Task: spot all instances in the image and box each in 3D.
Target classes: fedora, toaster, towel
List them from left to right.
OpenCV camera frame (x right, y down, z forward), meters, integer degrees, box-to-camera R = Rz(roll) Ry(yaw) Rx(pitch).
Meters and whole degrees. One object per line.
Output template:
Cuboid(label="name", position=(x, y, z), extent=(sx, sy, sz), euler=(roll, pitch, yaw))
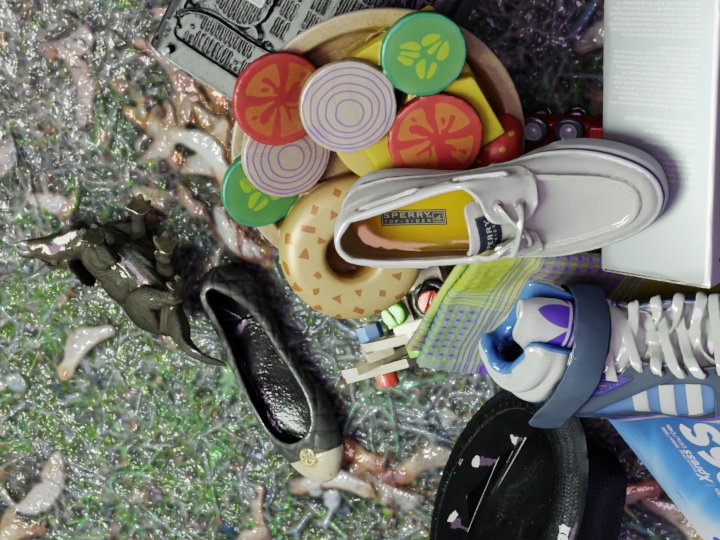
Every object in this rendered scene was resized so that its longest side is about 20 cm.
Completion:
Cuboid(label="toaster", position=(-0.021, -0.196, 0.830), extent=(0.181, 0.119, 0.200), euler=(32, 114, 4))
Cuboid(label="fedora", position=(0.135, 0.185, 0.906), extent=(0.092, 0.201, 0.201), euler=(16, 115, -25))
Cuboid(label="towel", position=(0.147, 0.037, 0.832), extent=(0.200, 0.023, 0.144), euler=(9, 142, -15))

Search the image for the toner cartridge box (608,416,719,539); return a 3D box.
Cuboid(label="toner cartridge box", position=(0.269, 0.154, 0.845), extent=(0.200, 0.043, 0.095), euler=(49, 149, -20))

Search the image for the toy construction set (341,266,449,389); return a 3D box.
Cuboid(label="toy construction set", position=(0.000, 0.000, 0.893), extent=(0.131, 0.092, 0.200), euler=(-19, 106, 18))

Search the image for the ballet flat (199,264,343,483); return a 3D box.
Cuboid(label="ballet flat", position=(-0.077, 0.088, 0.970), extent=(0.066, 0.057, 0.200), euler=(-26, 98, 22))

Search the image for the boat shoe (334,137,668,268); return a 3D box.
Cuboid(label="boat shoe", position=(0.079, -0.031, 0.711), extent=(0.200, 0.070, 0.071), euler=(-2, 116, 15))

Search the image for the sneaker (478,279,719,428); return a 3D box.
Cuboid(label="sneaker", position=(0.167, 0.045, 0.736), extent=(0.200, 0.146, 0.081), euler=(-21, 59, 49))

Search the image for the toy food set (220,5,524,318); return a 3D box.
Cuboid(label="toy food set", position=(0.009, -0.074, 0.778), extent=(0.200, 0.049, 0.198), euler=(-31, 120, 10))

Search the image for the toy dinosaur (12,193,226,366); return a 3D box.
Cuboid(label="toy dinosaur", position=(-0.177, 0.006, 0.962), extent=(0.200, 0.077, 0.102), euler=(34, 150, 2))

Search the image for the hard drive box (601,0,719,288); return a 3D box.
Cuboid(label="hard drive box", position=(0.222, -0.108, 0.758), extent=(0.077, 0.156, 0.200), euler=(12, 113, 39))

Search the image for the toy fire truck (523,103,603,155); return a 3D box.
Cuboid(label="toy fire truck", position=(0.133, -0.047, 0.870), extent=(0.200, 0.049, 0.141), euler=(5, 110, 16))
